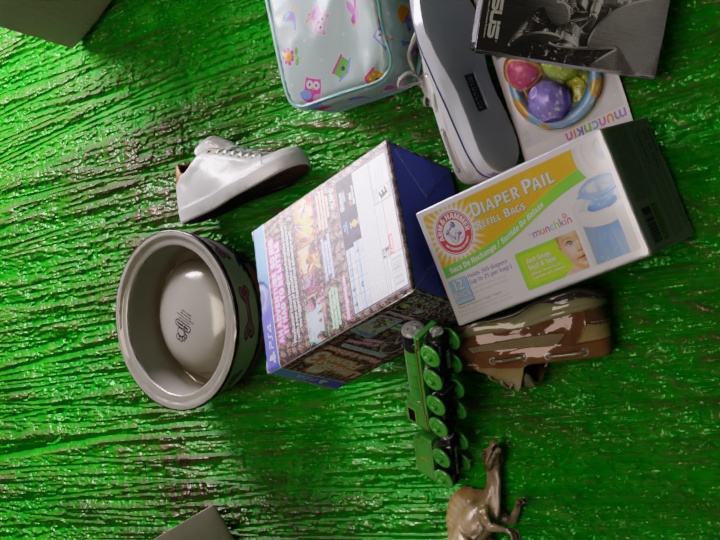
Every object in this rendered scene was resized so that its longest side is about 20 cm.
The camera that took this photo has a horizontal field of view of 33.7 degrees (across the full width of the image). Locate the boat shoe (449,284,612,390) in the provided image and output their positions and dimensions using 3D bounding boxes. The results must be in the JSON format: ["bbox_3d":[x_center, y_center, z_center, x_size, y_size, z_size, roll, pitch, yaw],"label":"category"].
[{"bbox_3d":[0.141,0.074,1.088,0.199,0.075,0.075,-22,82,38],"label":"boat shoe"}]

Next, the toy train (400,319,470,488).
[{"bbox_3d":[0.069,0.125,1.118,0.056,0.042,0.202,25,139,36],"label":"toy train"}]

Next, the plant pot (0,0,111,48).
[{"bbox_3d":[-0.375,-0.412,1.406,0.176,0.199,0.202,-30,75,25],"label":"plant pot"}]

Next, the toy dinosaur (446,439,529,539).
[{"bbox_3d":[0.108,0.262,1.149,0.101,0.058,0.201,46,112,44],"label":"toy dinosaur"}]

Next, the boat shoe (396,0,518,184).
[{"bbox_3d":[0.081,-0.177,1.127,0.086,0.074,0.204,-22,90,54],"label":"boat shoe"}]

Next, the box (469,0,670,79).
[{"bbox_3d":[0.184,-0.271,0.992,0.156,0.048,0.203,9,100,-1],"label":"box"}]

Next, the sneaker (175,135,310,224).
[{"bbox_3d":[-0.139,-0.115,1.300,0.199,0.072,0.086,-17,85,40],"label":"sneaker"}]

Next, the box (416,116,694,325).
[{"bbox_3d":[0.165,-0.041,1.034,0.199,0.101,0.114,-24,87,37],"label":"box"}]

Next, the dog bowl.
[{"bbox_3d":[-0.187,0.054,1.350,0.198,0.073,0.203,3,95,38],"label":"dog bowl"}]

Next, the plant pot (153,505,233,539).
[{"bbox_3d":[-0.214,0.418,1.322,0.177,0.199,0.200,47,120,14],"label":"plant pot"}]

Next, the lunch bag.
[{"bbox_3d":[-0.023,-0.266,1.195,0.159,0.077,0.203,-14,84,40],"label":"lunch bag"}]

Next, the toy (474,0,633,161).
[{"bbox_3d":[0.162,-0.191,1.069,0.114,0.047,0.202,-22,79,39],"label":"toy"}]

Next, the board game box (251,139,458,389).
[{"bbox_3d":[0.000,0.000,1.154,0.199,0.096,0.161,-30,56,36],"label":"board game box"}]
